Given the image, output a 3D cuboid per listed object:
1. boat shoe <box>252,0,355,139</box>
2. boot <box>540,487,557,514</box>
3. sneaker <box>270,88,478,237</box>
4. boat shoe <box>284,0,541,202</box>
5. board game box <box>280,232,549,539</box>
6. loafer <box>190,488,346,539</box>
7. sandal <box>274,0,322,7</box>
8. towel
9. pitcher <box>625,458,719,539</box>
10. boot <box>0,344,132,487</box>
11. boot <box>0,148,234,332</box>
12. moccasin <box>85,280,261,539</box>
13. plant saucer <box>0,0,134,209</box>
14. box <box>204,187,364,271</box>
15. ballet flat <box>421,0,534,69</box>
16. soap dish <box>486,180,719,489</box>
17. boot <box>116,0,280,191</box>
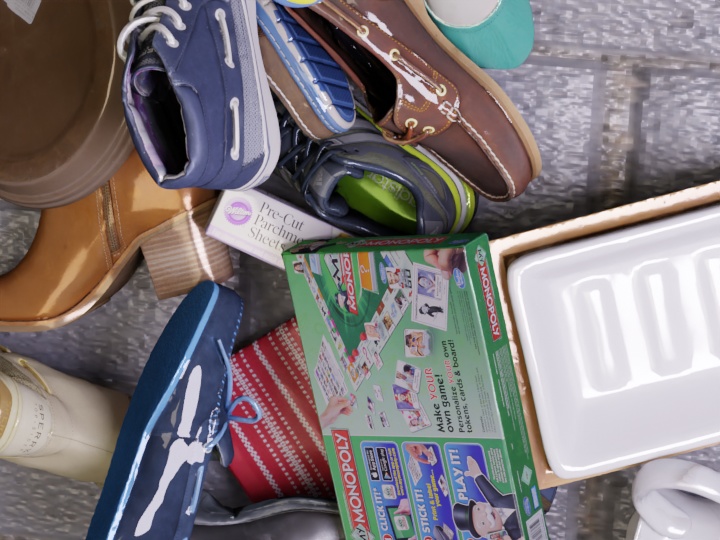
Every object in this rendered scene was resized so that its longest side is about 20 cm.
[{"bbox_3d":[-0.078,-0.151,1.299,0.072,0.072,0.200,-39,71,14],"label":"boat shoe"},{"bbox_3d":[0.107,0.154,1.349,0.097,0.075,0.200,-37,109,25],"label":"boot"},{"bbox_3d":[-0.023,-0.074,1.318,0.199,0.081,0.074,27,110,7],"label":"sneaker"},{"bbox_3d":[0.028,-0.112,1.282,0.200,0.070,0.070,48,150,-14],"label":"boat shoe"},{"bbox_3d":[0.033,0.078,1.275,0.134,0.029,0.201,-1,108,36],"label":"board game box"},{"bbox_3d":[-0.064,0.186,1.369,0.199,0.073,0.073,2,65,2],"label":"loafer"},{"bbox_3d":[-0.047,-0.239,1.248,0.079,0.201,0.087,9,152,-28],"label":"sandal"},{"bbox_3d":[-0.007,0.091,1.397,0.200,0.022,0.145,-31,97,20],"label":"towel"},{"bbox_3d":[0.255,0.181,1.289,0.199,0.122,0.172,16,154,12],"label":"pitcher"},{"bbox_3d":[-0.219,0.090,1.412,0.155,0.200,0.073,19,90,-35],"label":"boot"},{"bbox_3d":[-0.188,-0.047,1.372,0.199,0.077,0.156,-14,99,23],"label":"boot"},{"bbox_3d":[-0.112,0.107,1.331,0.068,0.080,0.201,23,86,-20],"label":"moccasin"},{"bbox_3d":[-0.209,-0.139,1.331,0.199,0.029,0.201,2,93,36],"label":"plant saucer"},{"bbox_3d":[0.000,0.000,1.326,0.199,0.039,0.042,26,94,-5],"label":"box"},{"bbox_3d":[0.045,-0.205,1.267,0.067,0.070,0.201,-22,101,12],"label":"ballet flat"},{"bbox_3d":[0.181,0.030,1.275,0.199,0.081,0.158,-14,104,-2],"label":"soap dish"},{"bbox_3d":[-0.105,-0.143,1.223,0.073,0.090,0.201,-21,84,26],"label":"boot"}]
